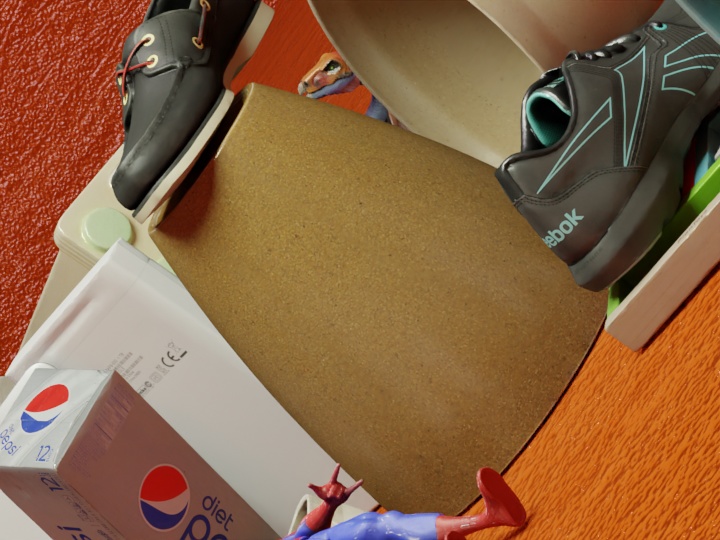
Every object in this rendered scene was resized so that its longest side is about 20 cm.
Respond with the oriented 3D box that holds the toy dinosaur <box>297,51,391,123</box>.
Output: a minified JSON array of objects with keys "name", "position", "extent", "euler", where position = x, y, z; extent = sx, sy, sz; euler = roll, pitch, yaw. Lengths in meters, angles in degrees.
[{"name":"toy dinosaur","position":[-0.016,-0.052,1.744],"extent":[0.200,0.104,0.182],"euler":[-105,29,-79]}]

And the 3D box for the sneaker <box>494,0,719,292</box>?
[{"name":"sneaker","position":[0.126,-0.083,1.322],"extent":[0.075,0.079,0.200],"euler":[-46,12,49]}]

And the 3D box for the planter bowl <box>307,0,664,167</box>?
[{"name":"planter bowl","position":[0.086,-0.145,1.455],"extent":[0.135,0.200,0.200],"euler":[-48,8,-17]}]

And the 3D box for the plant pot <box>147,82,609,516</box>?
[{"name":"plant pot","position":[0.000,0.000,1.415],"extent":[0.187,0.200,0.186],"euler":[-51,12,15]}]

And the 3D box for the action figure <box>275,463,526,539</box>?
[{"name":"action figure","position":[-0.015,0.134,1.319],"extent":[0.200,0.052,0.066],"euler":[-21,33,42]}]

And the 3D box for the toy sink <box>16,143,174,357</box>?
[{"name":"toy sink","position":[-0.108,-0.011,1.624],"extent":[0.131,0.112,0.200],"euler":[-55,-3,-36]}]

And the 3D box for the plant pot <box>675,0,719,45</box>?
[{"name":"plant pot","position":[0.213,-0.169,1.046],"extent":[0.196,0.200,0.200],"euler":[-48,10,-4]}]

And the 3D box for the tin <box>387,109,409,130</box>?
[{"name":"tin","position":[0.052,-0.075,1.657],"extent":[0.042,0.112,0.200],"euler":[-26,17,10]}]

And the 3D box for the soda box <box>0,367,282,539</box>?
[{"name":"soda box","position":[-0.099,0.134,1.421],"extent":[0.068,0.200,0.064],"euler":[-2,49,46]}]

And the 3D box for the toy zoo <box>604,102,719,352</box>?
[{"name":"toy zoo","position":[0.167,-0.058,1.333],"extent":[0.131,0.020,0.200],"euler":[-50,11,25]}]

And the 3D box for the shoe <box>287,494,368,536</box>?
[{"name":"shoe","position":[-0.035,0.190,1.379],"extent":[0.070,0.053,0.200],"euler":[-45,14,44]}]

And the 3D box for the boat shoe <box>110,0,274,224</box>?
[{"name":"boat shoe","position":[-0.097,-0.092,1.421],"extent":[0.074,0.063,0.202],"euler":[-45,16,32]}]

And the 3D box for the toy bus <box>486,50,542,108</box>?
[{"name":"toy bus","position":[0.102,-0.116,1.642],"extent":[0.065,0.078,0.200],"euler":[-49,11,14]}]

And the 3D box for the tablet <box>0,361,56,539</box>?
[{"name":"tablet","position":[-0.133,0.157,1.524],"extent":[0.130,0.200,0.014],"euler":[-53,-3,10]}]

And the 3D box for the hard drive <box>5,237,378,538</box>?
[{"name":"hard drive","position":[-0.081,0.077,1.532],"extent":[0.132,0.200,0.027],"euler":[-44,14,45]}]

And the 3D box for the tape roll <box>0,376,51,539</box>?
[{"name":"tape roll","position":[-0.141,0.135,1.631],"extent":[0.037,0.202,0.203],"euler":[-54,10,7]}]
